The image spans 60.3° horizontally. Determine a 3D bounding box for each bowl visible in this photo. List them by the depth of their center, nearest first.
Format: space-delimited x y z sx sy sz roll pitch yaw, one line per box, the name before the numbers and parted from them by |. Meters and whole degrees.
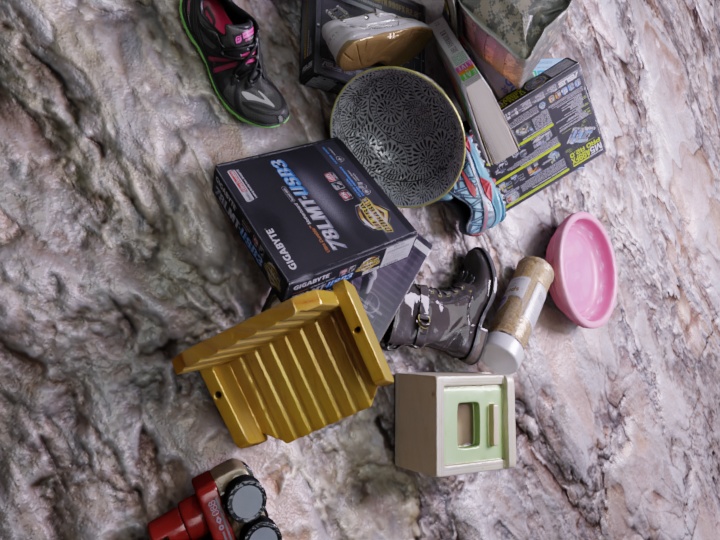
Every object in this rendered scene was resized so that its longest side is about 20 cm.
bowl | 0.062 -0.201 0.874 0.202 0.198 0.095 50 39 -17

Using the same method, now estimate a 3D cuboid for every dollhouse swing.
dollhouse swing | -0.078 0.120 0.682 0.195 0.176 0.186 -24 98 6

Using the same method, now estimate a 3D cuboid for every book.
book | 0.158 -0.266 0.899 0.135 0.047 0.203 54 15 -40

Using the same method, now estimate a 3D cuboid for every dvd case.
dvd case | 0.000 0.000 0.868 0.147 0.016 0.203 35 67 -6

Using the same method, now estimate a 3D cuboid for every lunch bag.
lunch bag | 0.186 -0.376 0.886 0.199 0.164 0.118 42 99 6

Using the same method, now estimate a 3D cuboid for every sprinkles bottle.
sprinkles bottle | 0.253 0.068 0.997 0.069 0.067 0.202 48 53 -18

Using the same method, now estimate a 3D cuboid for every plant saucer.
plant saucer | 0.392 0.001 1.112 0.196 0.050 0.208 6 81 -40

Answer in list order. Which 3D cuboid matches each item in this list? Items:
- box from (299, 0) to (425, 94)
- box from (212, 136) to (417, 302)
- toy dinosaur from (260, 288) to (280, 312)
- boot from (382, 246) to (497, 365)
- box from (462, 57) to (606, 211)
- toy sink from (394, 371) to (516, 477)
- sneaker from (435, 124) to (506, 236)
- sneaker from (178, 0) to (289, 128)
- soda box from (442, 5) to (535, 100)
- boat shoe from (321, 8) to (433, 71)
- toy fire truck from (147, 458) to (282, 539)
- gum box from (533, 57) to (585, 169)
box | 0.007 -0.336 0.916 0.195 0.048 0.164 6 81 -32
box | -0.058 -0.073 0.783 0.194 0.050 0.202 -18 58 -32
toy dinosaur | -0.089 0.019 0.795 0.203 0.086 0.048 -59 138 -22
boot | 0.115 0.037 0.934 0.170 0.069 0.206 19 68 -22
box | 0.279 -0.213 0.994 0.196 0.045 0.162 -31 120 6
toy sink | 0.157 0.218 0.909 0.195 0.111 0.135 6 81 -32
sneaker | 0.146 -0.147 0.964 0.094 0.079 0.203 -32 89 -12
sneaker | -0.156 -0.270 0.782 0.077 0.083 0.202 -43 107 -28
soda box | 0.212 -0.359 1.010 0.067 0.063 0.203 -31 93 8
boat shoe | 0.026 -0.330 0.858 0.197 0.071 0.070 -24 71 -45
toy fire truck | -0.179 0.337 0.684 0.195 0.128 0.181 -22 97 -20
gum box | 0.315 -0.270 1.108 0.166 0.044 0.207 -12 92 -33
